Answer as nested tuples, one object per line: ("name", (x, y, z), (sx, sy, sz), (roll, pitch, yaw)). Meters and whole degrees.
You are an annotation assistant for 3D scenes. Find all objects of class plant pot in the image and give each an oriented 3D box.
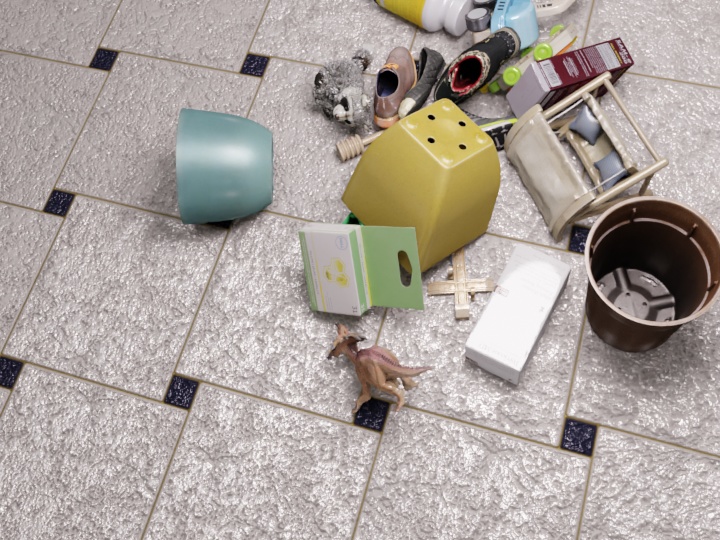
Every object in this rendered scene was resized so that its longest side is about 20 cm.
("plant pot", (-0.233, -0.181, 1.433), (0.158, 0.201, 0.204), (1, 66, -5))
("plant pot", (0.113, -0.157, 1.318), (0.193, 0.201, 0.196), (-30, 65, -31))
("plant pot", (0.432, 0.022, 1.242), (0.197, 0.199, 0.203), (-3, 67, 7))

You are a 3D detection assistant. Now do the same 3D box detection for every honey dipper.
("honey dipper", (0.049, -0.259, 1.507), (0.198, 0.038, 0.038), (-25, 65, -5))

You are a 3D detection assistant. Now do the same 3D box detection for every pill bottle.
("pill bottle", (0.123, -0.536, 1.576), (0.199, 0.112, 0.112), (34, 74, 20))

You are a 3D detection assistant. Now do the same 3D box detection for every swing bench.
("swing bench", (0.375, -0.192, 1.381), (0.198, 0.130, 0.201), (-24, 67, -4))

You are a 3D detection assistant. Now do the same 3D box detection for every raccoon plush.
("raccoon plush", (0.003, -0.350, 1.507), (0.133, 0.097, 0.201), (25, 72, 29))

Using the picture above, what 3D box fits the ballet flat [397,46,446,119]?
("ballet flat", (0.105, -0.342, 1.499), (0.056, 0.067, 0.201), (32, 49, -5))

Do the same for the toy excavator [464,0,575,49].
("toy excavator", (0.311, -0.472, 1.505), (0.197, 0.101, 0.196), (2, 45, 23))

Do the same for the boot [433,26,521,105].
("boot", (0.176, -0.337, 1.419), (0.074, 0.203, 0.154), (51, 43, -4))

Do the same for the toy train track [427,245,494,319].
("toy train track", (0.168, -0.017, 1.386), (0.113, 0.033, 0.203), (-4, 65, 6))

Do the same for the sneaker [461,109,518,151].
("sneaker", (0.200, -0.260, 1.469), (0.196, 0.074, 0.082), (-9, 61, 2))

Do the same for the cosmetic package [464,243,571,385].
("cosmetic package", (0.255, 0.069, 1.315), (0.101, 0.074, 0.202), (24, 70, 17))

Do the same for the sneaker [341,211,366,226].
("sneaker", (0.020, -0.068, 1.399), (0.198, 0.084, 0.074), (-32, 66, -11))

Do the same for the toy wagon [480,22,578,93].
("toy wagon", (0.303, -0.376, 1.474), (0.040, 0.199, 0.155), (51, 36, -7))

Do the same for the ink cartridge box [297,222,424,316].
("ink cartridge box", (0.000, 0.000, 1.316), (0.197, 0.148, 0.048), (6, 25, 33))

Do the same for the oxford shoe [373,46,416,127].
("oxford shoe", (0.065, -0.362, 1.519), (0.070, 0.073, 0.202), (2, 53, 12))

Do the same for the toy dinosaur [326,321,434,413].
("toy dinosaur", (0.018, 0.145, 1.275), (0.085, 0.199, 0.137), (-35, 105, -34))

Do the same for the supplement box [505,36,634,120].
("supplement box", (0.367, -0.335, 1.423), (0.197, 0.109, 0.062), (-20, 77, -21))
